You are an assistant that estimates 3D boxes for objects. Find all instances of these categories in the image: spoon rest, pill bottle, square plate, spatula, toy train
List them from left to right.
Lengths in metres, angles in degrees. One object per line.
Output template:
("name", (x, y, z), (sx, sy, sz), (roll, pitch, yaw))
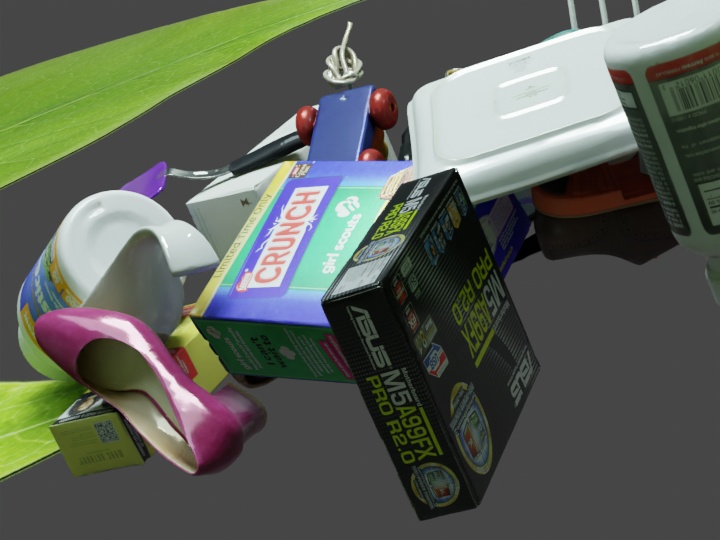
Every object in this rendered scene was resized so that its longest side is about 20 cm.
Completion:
("pill bottle", (-0.226, 0.022, 1.856), (0.112, 0.112, 0.200), (-34, -6, -33))
("spoon rest", (-0.165, 0.015, 1.690), (0.099, 0.061, 0.200), (-13, -18, -30))
("spatula", (-0.126, -0.086, 1.868), (0.199, 0.021, 0.057), (-17, 31, 8))
("toy train", (0.005, -0.101, 1.838), (0.084, 0.116, 0.200), (-11, 44, 22))
("square plate", (0.127, -0.120, 1.619), (0.199, 0.029, 0.198), (-17, 29, 10))
("pill bottle", (0.248, -0.081, 1.472), (0.116, 0.200, 0.116), (-21, 17, 7))

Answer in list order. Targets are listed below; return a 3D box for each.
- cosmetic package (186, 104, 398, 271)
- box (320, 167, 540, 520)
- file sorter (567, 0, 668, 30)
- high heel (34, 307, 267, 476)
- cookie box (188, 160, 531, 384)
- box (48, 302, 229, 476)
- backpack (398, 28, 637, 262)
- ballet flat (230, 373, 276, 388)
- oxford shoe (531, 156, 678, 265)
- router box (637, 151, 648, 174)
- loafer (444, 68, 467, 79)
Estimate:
("cosmetic package", (-0.050, -0.063, 1.924), (0.085, 0.108, 0.200), (-10, 21, 38))
("box", (0.050, 0.043, 1.428), (0.044, 0.161, 0.200), (-17, 17, 24))
("file sorter", (0.289, -0.237, 1.916), (0.138, 0.125, 0.200), (-7, -1, -31))
("high heel", (-0.172, 0.090, 1.617), (0.200, 0.068, 0.096), (29, 29, 14))
("cookie box", (0.000, 0.000, 1.637), (0.199, 0.075, 0.171), (1, 47, 35))
("box", (-0.161, 0.089, 1.753), (0.075, 0.050, 0.200), (-13, 19, 33))
("backpack", (0.130, -0.101, 1.769), (0.200, 0.127, 0.167), (-25, 32, 21))
("ballet flat", (-0.015, 0.040, 1.718), (0.200, 0.068, 0.067), (-27, 36, 7))
("oxford shoe", (0.226, -0.047, 1.633), (0.199, 0.073, 0.071), (-4, 34, 2))
("router box", (0.329, -0.112, 1.600), (0.200, 0.049, 0.179), (15, 39, 31))
("loafer", (0.138, -0.143, 1.910), (0.073, 0.072, 0.200), (-34, 20, -34))
